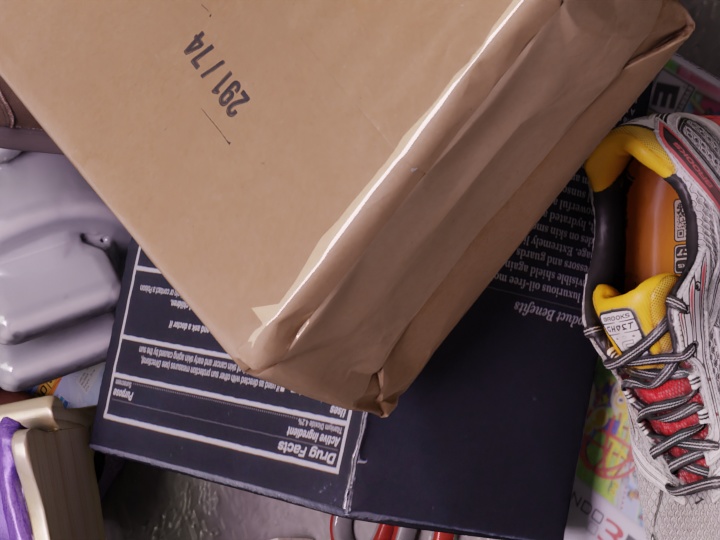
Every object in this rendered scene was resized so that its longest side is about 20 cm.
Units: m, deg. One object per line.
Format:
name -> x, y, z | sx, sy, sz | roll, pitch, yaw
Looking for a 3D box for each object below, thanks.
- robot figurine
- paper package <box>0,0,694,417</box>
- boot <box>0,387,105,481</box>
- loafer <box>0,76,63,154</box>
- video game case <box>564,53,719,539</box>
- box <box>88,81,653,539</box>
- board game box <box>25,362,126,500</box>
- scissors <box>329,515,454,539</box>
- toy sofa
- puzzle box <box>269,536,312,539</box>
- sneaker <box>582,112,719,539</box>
robot figurine -> -0.176, -0.041, 1.238 | 0.200, 0.113, 0.170 | 61, 157, 30
paper package -> -0.014, -0.086, 0.951 | 0.191, 0.103, 0.200 | -51, 57, 15
boot -> -0.248, 0.114, 1.271 | 0.200, 0.069, 0.188 | 20, 69, 40
loafer -> -0.100, -0.088, 1.167 | 0.071, 0.200, 0.073 | -48, 55, 42
video game case -> 0.134, 0.033, 1.051 | 0.182, 0.022, 0.200 | 37, 110, 40
box -> 0.000, 0.000, 1.093 | 0.200, 0.123, 0.199 | 8, 85, 54
board game box -> -0.169, 0.013, 1.331 | 0.200, 0.041, 0.200 | 49, 117, 35
scissors -> 0.033, 0.051, 1.154 | 0.073, 0.014, 0.201 | 25, 100, 49
toy sofa -> -0.148, 0.159, 1.125 | 0.083, 0.098, 0.201 | -11, 87, 17
puzzle box -> -0.090, 0.212, 1.241 | 0.200, 0.025, 0.133 | -21, 71, 41
sneaker -> 0.118, 0.037, 0.994 | 0.078, 0.082, 0.201 | -18, 74, 42
